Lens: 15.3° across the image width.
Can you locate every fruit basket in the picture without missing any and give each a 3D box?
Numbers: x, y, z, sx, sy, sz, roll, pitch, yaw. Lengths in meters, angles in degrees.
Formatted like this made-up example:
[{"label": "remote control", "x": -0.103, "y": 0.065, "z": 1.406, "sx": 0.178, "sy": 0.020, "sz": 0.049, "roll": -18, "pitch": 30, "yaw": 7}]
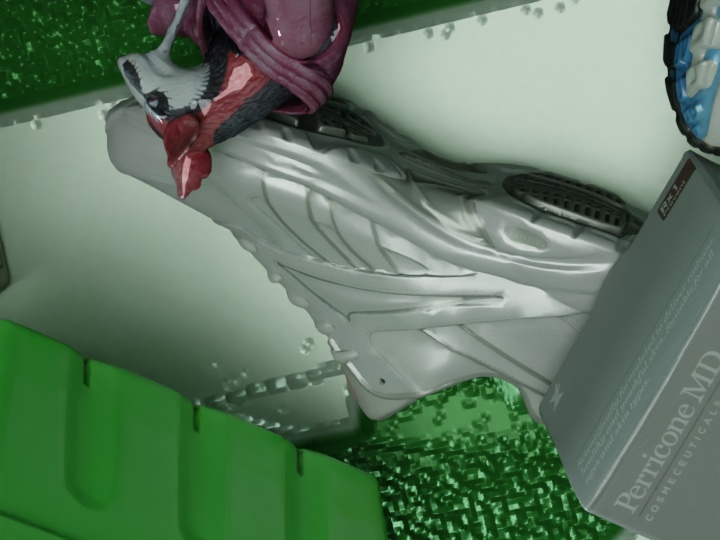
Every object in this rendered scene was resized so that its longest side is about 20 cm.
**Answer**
[{"label": "fruit basket", "x": -0.097, "y": 0.145, "z": 0.867, "sx": 0.155, "sy": 0.215, "sz": 0.216, "roll": -25, "pitch": 97, "yaw": 46}]

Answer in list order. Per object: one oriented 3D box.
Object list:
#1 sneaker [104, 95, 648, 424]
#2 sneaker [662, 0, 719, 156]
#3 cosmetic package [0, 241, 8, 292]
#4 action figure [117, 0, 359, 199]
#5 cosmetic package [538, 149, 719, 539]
[{"label": "sneaker", "x": 0.000, "y": 0.000, "z": 0.910, "sx": 0.199, "sy": 0.078, "sz": 0.100, "roll": 20, "pitch": 108, "yaw": 6}, {"label": "sneaker", "x": 0.158, "y": -0.127, "z": 0.848, "sx": 0.086, "sy": 0.075, "sz": 0.201, "roll": 19, "pitch": 91, "yaw": -7}, {"label": "cosmetic package", "x": -0.192, "y": -0.013, "z": 0.875, "sx": 0.087, "sy": 0.200, "sz": 0.104, "roll": -10, "pitch": 99, "yaw": 11}, {"label": "action figure", "x": -0.016, "y": -0.113, "z": 0.865, "sx": 0.148, "sy": 0.134, "sz": 0.201, "roll": 22, "pitch": 82, "yaw": -20}, {"label": "cosmetic package", "x": 0.170, "y": 0.055, "z": 0.859, "sx": 0.199, "sy": 0.090, "sz": 0.107, "roll": 22, "pitch": 107, "yaw": -17}]
